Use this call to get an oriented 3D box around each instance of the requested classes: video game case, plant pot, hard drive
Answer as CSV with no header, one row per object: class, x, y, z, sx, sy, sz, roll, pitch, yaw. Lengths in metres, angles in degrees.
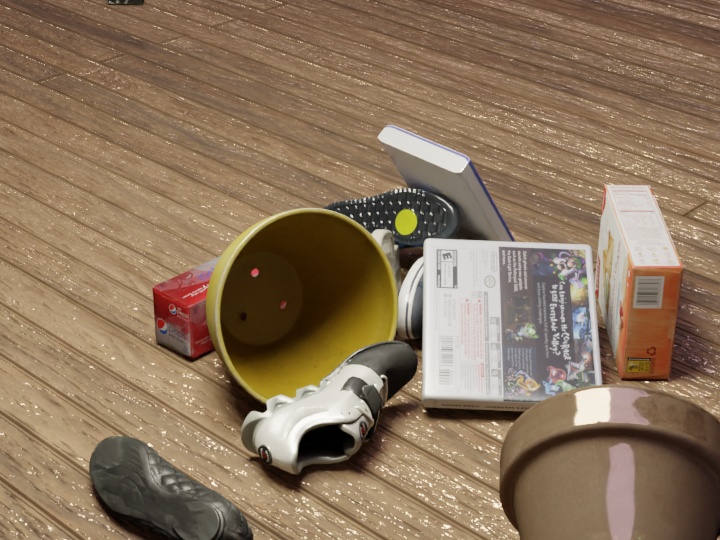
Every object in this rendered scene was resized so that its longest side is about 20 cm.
video game case,0.155,0.055,1.450,0.179,0.023,0.202,2,53,1
plant pot,0.204,0.218,1.103,0.197,0.202,0.176,4,45,6
hard drive,0.109,-0.082,1.633,0.131,0.200,0.025,28,72,40
plant pot,-0.080,0.035,1.435,0.198,0.203,0.142,-14,10,-25

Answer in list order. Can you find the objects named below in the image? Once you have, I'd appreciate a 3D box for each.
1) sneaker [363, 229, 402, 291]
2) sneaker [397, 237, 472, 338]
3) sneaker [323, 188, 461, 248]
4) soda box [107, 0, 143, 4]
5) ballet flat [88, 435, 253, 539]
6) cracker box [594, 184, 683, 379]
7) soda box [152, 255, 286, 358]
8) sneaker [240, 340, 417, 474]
sneaker,0.000,0.000,1.543,0.083,0.076,0.200,-5,-7,4
sneaker,0.107,0.017,1.559,0.079,0.079,0.200,9,28,23
sneaker,0.043,-0.056,1.662,0.198,0.067,0.078,-4,-10,36
soda box,-0.429,-0.558,2.618,0.070,0.064,0.201,1,29,-1
ballet flat,-0.176,0.206,1.252,0.199,0.057,0.067,25,80,40
cracker box,0.298,0.008,1.520,0.057,0.135,0.201,0,28,1
soda box,-0.135,0.023,1.550,0.063,0.071,0.199,24,36,35
sneaker,-0.009,0.140,1.343,0.199,0.075,0.088,-29,39,-27
